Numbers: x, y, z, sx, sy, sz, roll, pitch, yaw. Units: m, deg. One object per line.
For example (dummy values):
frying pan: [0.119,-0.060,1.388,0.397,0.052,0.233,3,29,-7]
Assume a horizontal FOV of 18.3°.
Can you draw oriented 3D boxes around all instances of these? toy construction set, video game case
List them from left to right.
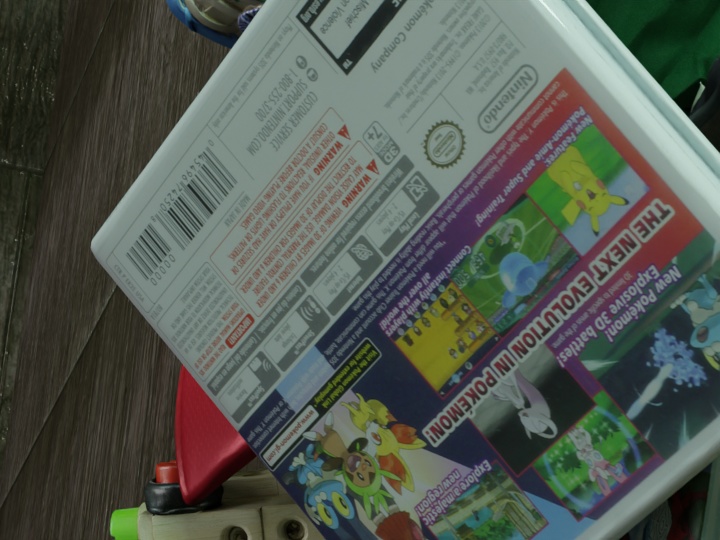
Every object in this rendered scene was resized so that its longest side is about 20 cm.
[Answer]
toy construction set: [-0.016,0.097,0.852,0.131,0.199,0.092,-19,-92,-79]
video game case: [0.022,0.003,0.651,0.023,0.182,0.200,-31,-13,-47]

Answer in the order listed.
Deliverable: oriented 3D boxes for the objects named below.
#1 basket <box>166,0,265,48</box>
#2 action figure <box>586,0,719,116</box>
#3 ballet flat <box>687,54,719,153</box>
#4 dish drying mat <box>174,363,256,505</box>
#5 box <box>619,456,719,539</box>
basket: [-0.039,-0.182,1.211,0.200,0.176,0.140,7,89,64]
action figure: [0.116,-0.111,0.713,0.055,0.118,0.200,-62,-2,-42]
ballet flat: [0.132,-0.045,0.682,0.200,0.073,0.073,104,170,-61]
dish drying mat: [0.000,0.000,0.748,0.200,0.018,0.077,-40,35,34]
box: [0.076,0.090,0.706,0.137,0.040,0.201,31,119,55]
